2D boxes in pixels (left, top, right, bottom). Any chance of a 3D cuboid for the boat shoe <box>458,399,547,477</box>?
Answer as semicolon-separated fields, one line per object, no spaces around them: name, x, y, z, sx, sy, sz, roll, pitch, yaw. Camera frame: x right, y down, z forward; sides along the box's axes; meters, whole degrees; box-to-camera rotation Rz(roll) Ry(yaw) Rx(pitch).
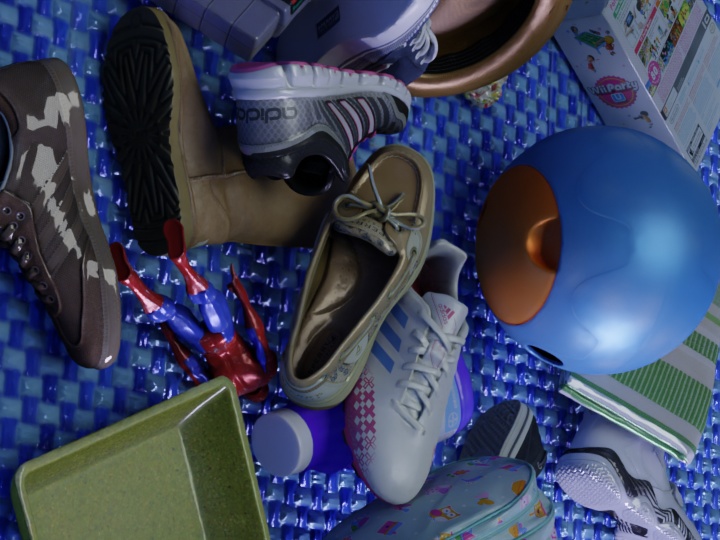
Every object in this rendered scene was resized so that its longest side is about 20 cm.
boat shoe;0.097;0.187;1.539;0.062;0.075;0.200;55;42;-22

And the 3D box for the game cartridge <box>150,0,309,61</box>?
game cartridge;-0.075;-0.240;1.358;0.200;0.130;0.038;-54;170;-39

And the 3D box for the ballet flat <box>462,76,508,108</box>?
ballet flat;0.085;-0.222;1.578;0.076;0.064;0.200;-47;121;-42

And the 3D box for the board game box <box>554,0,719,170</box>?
board game box;0.262;-0.204;1.788;0.200;0.064;0.148;55;47;-33

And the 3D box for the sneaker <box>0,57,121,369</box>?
sneaker;-0.204;-0.030;1.226;0.075;0.070;0.200;-13;100;-23

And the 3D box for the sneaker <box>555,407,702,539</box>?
sneaker;0.254;0.177;1.723;0.200;0.075;0.115;41;59;-35

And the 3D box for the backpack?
backpack;0.056;0.216;1.376;0.200;0.167;0.127;-24;113;-32

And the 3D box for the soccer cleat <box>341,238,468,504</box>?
soccer cleat;0.037;0.065;1.378;0.070;0.086;0.200;26;51;-30

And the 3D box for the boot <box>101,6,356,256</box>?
boot;-0.087;-0.096;1.366;0.200;0.066;0.175;-10;97;-53

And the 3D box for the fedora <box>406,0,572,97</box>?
fedora;0.066;-0.226;1.494;0.201;0.200;0.082;41;24;-39

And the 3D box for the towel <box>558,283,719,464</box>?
towel;0.248;0.057;1.705;0.152;0.023;0.200;30;49;-16

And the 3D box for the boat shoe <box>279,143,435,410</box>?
boat shoe;0.000;0.000;1.354;0.063;0.073;0.200;77;32;-74

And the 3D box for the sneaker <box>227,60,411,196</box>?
sneaker;-0.028;-0.095;1.335;0.200;0.074;0.088;-3;97;-64

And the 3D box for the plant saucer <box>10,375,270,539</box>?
plant saucer;-0.143;0.191;1.271;0.200;0.048;0.200;-22;103;-49

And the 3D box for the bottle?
bottle;0.003;0.104;1.439;0.200;0.065;0.084;-15;91;-49

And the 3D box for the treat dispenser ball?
treat dispenser ball;0.192;-0.017;1.575;0.201;0.201;0.201;8;80;-49

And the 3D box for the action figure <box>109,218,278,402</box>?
action figure;-0.103;0.036;1.314;0.200;0.065;0.052;60;6;-50

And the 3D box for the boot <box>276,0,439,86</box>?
boot;0.024;-0.178;1.385;0.090;0.200;0.073;5;76;-30
